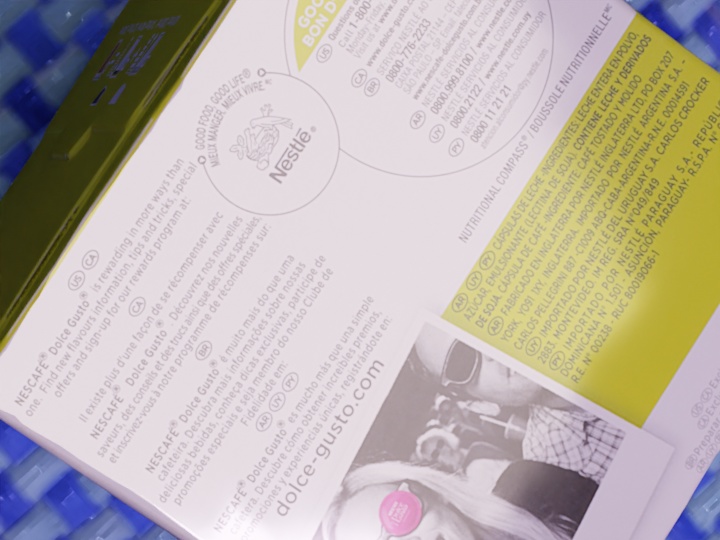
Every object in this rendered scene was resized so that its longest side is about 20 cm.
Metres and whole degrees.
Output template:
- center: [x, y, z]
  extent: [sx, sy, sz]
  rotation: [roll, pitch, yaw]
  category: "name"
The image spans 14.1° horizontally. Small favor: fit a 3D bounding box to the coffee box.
- center: [0.000, 0.000, 0.903]
  extent: [0.197, 0.200, 0.200]
  rotation: [34, 84, -12]
  category: "coffee box"
